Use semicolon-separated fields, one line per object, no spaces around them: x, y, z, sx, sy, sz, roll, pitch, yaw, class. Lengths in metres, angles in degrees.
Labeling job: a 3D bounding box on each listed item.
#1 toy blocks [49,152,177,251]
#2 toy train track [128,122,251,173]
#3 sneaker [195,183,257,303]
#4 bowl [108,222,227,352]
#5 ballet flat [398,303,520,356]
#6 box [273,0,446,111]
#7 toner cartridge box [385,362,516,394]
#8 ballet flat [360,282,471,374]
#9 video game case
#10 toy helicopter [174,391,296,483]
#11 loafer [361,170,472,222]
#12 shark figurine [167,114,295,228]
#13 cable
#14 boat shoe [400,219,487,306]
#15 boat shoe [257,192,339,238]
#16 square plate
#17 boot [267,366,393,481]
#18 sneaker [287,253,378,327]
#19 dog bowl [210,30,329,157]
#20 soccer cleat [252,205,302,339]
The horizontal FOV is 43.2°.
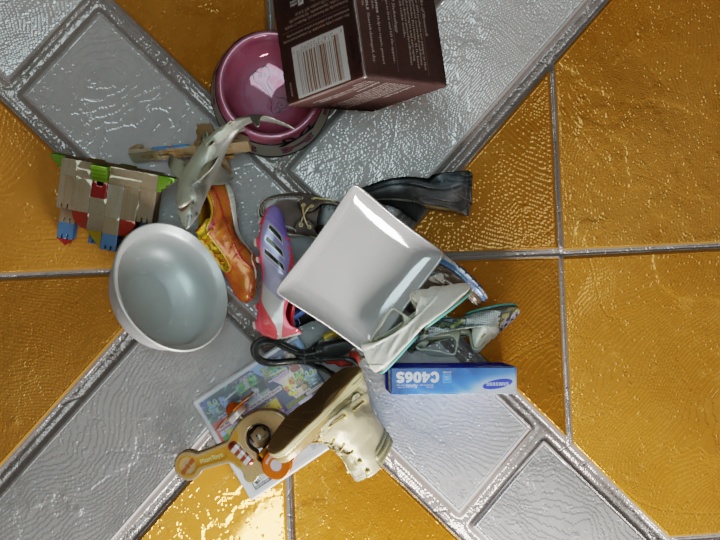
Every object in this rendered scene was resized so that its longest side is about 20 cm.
-0.390;-0.095;1.409;0.196;0.100;0.140;10;99;-4;toy blocks
-0.266;-0.197;1.426;0.196;0.116;0.033;-4;54;10;toy train track
-0.217;-0.042;1.414;0.076;0.073;0.203;-16;80;-39;sneaker
-0.307;0.038;1.384;0.199;0.090;0.205;24;54;-37;bowl
0.160;0.101;1.446;0.196;0.072;0.074;-8;89;1;ballet flat
0.000;-0.340;1.356;0.198;0.164;0.168;-8;88;-49;box
0.140;0.170;1.432;0.195;0.095;0.044;0;90;-4;toner cartridge box
0.080;0.072;1.388;0.199;0.069;0.070;-42;92;1;ballet flat
-0.137;0.232;1.446;0.198;0.023;0.184;-32;91;-3;video game case
-0.197;0.266;1.396;0.196;0.079;0.135;-19;95;7;toy helicopter
0.086;-0.114;1.449;0.195;0.073;0.074;-6;93;-3;loafer
-0.204;-0.168;1.371;0.215;0.089;0.128;-48;49;6;shark figurine
-0.075;0.133;1.434;0.196;0.050;0.099;-7;103;-10;cable
0.111;0.002;1.452;0.199;0.072;0.073;38;91;7;boat shoe
-0.067;-0.084;1.440;0.196;0.060;0.073;12;88;-4;boat shoe
0.000;0.000;1.377;0.199;0.028;0.199;35;96;-28;square plate
-0.039;0.264;1.379;0.200;0.072;0.158;-41;114;-38;boot
-0.046;0.045;1.435;0.198;0.071;0.078;-36;121;10;sneaker
-0.141;-0.285;1.433;0.196;0.074;0.205;0;89;-4;dog bowl
-0.121;0.003;1.390;0.075;0.067;0.205;1;82;14;soccer cleat
